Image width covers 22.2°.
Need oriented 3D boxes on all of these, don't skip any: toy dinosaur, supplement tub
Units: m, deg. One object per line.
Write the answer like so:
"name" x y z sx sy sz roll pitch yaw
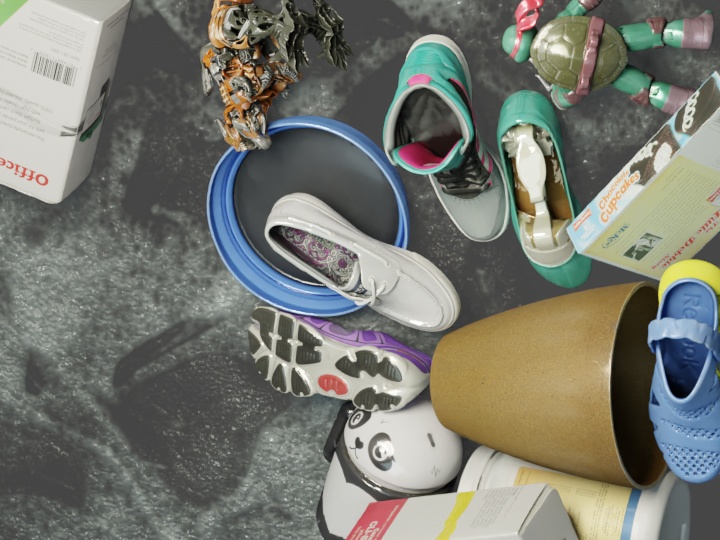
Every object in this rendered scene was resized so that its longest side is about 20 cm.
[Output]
"toy dinosaur" -0.095 -0.210 1.657 0.135 0.102 0.201 2 120 33
"supplement tub" 0.202 0.242 1.750 0.199 0.145 0.145 8 118 25

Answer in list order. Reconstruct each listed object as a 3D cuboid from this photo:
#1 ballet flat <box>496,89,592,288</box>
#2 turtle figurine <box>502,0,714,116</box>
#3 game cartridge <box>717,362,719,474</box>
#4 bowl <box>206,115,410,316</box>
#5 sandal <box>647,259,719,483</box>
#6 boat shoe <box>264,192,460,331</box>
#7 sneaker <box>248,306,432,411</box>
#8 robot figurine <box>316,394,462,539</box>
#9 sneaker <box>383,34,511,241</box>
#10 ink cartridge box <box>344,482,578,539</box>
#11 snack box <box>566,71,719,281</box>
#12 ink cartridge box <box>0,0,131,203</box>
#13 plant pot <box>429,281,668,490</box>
"ballet flat" 0.161 -0.062 1.660 0.067 0.070 0.201 -8 113 20
"turtle figurine" 0.195 -0.191 1.573 0.199 0.101 0.150 12 127 1
"game cartridge" 0.380 0.096 1.618 0.199 0.040 0.134 -20 98 28
"bowl" -0.047 -0.053 1.748 0.200 0.039 0.201 7 117 14
"sandal" 0.281 0.097 1.592 0.079 0.087 0.201 -1 111 22
"boat shoe" 0.000 0.000 1.697 0.200 0.069 0.072 37 120 -3
"sneaker" -0.021 0.086 1.793 0.199 0.083 0.081 19 111 26
"robot figurine" 0.025 0.214 1.807 0.150 0.125 0.201 22 123 5
"sneaker" 0.079 -0.099 1.638 0.083 0.121 0.201 -13 112 22
"ink cartridge box" 0.101 0.283 1.682 0.199 0.083 0.146 -12 112 34
"snack box" 0.286 -0.077 1.599 0.116 0.037 0.200 17 128 -36
"ink cartridge box" -0.314 -0.185 1.739 0.146 0.084 0.201 23 120 6
"plant pot" 0.172 0.105 1.691 0.199 0.186 0.187 -2 116 29
